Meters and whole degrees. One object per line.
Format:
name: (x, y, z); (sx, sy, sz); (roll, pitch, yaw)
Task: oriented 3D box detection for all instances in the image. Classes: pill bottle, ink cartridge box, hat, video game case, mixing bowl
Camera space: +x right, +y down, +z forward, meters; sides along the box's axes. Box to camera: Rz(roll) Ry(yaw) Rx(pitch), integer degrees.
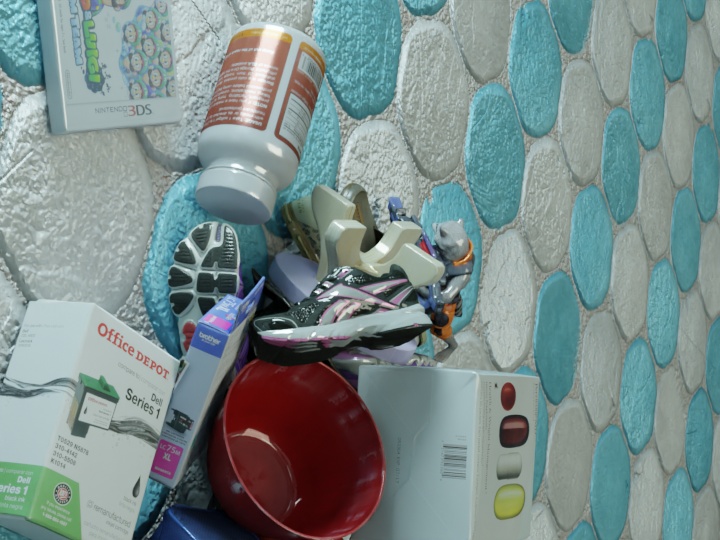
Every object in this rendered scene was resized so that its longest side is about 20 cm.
pill bottle: (-0.112, -0.157, 1.462); (0.112, 0.111, 0.202); (46, 52, -50)
ink cartridge box: (-0.257, 0.145, 1.233); (0.146, 0.084, 0.202); (42, 54, -52)
hat: (-0.082, 0.096, 1.510); (0.081, 0.200, 0.201); (-42, 135, -7)
video game case: (-0.244, -0.239, 1.321); (0.182, 0.023, 0.202); (-17, 104, -59)
ink cartridge box: (-0.152, 0.103, 1.345); (0.119, 0.042, 0.202); (-55, 169, -75)
mixing bowl: (-0.084, 0.196, 1.395); (0.199, 0.108, 0.202); (23, 50, -30)

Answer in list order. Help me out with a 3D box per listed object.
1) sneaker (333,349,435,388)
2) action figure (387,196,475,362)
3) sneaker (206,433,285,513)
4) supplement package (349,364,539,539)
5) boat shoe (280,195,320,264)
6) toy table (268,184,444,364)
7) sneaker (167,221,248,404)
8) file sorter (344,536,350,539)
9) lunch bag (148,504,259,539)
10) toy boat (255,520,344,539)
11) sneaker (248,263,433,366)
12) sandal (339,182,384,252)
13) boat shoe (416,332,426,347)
sneaker: (0.023, 0.144, 1.731); (0.199, 0.080, 0.090); (1, 96, -55)
action figure: (0.099, -0.006, 1.764); (0.194, 0.103, 0.201); (104, -26, -52)
sneaker: (-0.102, 0.232, 1.484); (0.083, 0.072, 0.201); (36, 54, -20)
supplement package: (0.098, 0.206, 1.521); (0.200, 0.146, 0.194); (10, 83, -63)
boat shoe: (-0.042, -0.005, 1.642); (0.074, 0.062, 0.202); (-91, 167, -60)
toy table: (0.000, 0.000, 1.518); (0.118, 0.199, 0.184); (-63, 165, 16)
sneaker: (-0.155, 0.045, 1.441); (0.083, 0.080, 0.202); (-37, 132, -70)
file sorter: (0.030, 0.313, 1.687); (0.138, 0.123, 0.202); (-6, 95, -59)
lunch bag: (-0.136, 0.339, 1.318); (0.133, 0.200, 0.136); (-57, 144, 6)
toy boat: (-0.080, 0.361, 1.430); (0.130, 0.131, 0.201); (33, 78, -17)
sneaker: (-0.028, 0.041, 1.395); (0.198, 0.080, 0.087); (-6, 69, -31)
sandal: (0.020, -0.022, 1.737); (0.082, 0.054, 0.202); (-52, 138, -46)
boat shoe: (0.037, 0.060, 1.705); (0.075, 0.068, 0.200); (57, -5, 21)
